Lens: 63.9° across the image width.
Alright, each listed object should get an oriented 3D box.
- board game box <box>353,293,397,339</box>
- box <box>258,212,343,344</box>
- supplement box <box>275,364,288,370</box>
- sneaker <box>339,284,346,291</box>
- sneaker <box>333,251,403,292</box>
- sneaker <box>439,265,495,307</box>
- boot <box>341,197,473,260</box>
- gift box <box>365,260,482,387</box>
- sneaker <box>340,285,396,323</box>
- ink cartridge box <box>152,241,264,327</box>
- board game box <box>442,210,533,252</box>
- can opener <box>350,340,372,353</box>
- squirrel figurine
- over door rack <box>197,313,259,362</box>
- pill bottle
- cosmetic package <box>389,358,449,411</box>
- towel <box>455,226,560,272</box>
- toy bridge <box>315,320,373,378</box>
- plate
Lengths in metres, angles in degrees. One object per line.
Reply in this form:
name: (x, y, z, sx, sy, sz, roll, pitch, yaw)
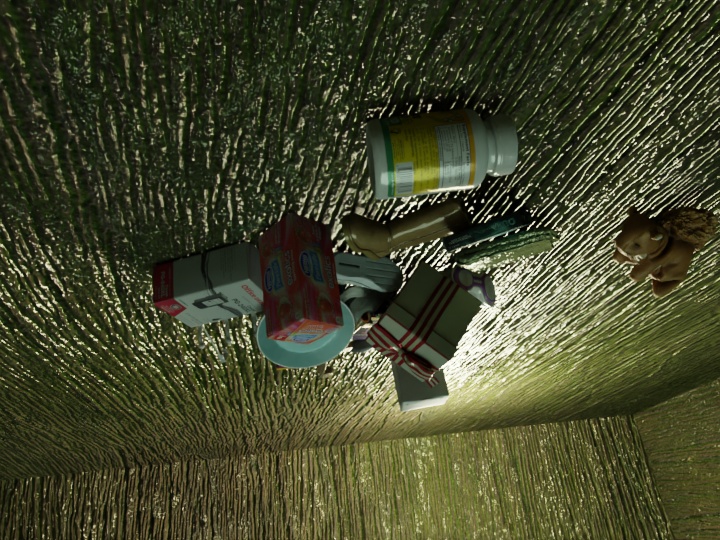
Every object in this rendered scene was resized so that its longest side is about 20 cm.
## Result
board game box: (0.061, 0.115, 1.419, 0.199, 0.057, 0.166, 0, 151, -17)
box: (-0.108, 0.016, 1.009, 0.102, 0.201, 0.094, -29, 149, 37)
supplement box: (-0.144, 0.129, 1.303, 0.102, 0.132, 0.200, -4, 154, -13)
sneaker: (-0.102, 0.028, 1.167, 0.074, 0.083, 0.199, -28, 150, 32)
sneaker: (0.000, 0.000, 1.176, 0.199, 0.074, 0.071, 17, 165, -37)
sneaker: (0.237, 0.037, 1.321, 0.099, 0.075, 0.199, -14, 152, 41)
boot: (0.084, -0.086, 1.025, 0.199, 0.067, 0.175, -18, 164, 19)
gift box: (0.130, 0.130, 1.247, 0.184, 0.187, 0.200, 33, 149, 8)
sneaker: (0.017, 0.071, 1.257, 0.074, 0.080, 0.200, -30, 170, 33)
ink cartridge box: (-0.275, 0.031, 1.119, 0.199, 0.084, 0.145, -13, 153, 10)
board game box: (0.234, -0.072, 1.039, 0.135, 0.028, 0.200, -20, 178, 23)
can opener: (-0.061, 0.193, 1.533, 0.199, 0.067, 0.053, -12, 155, 18)
squirrel figurine: (0.606, -0.070, 1.167, 0.200, 0.142, 0.186, -37, 134, 21)
over door rack: (-0.291, 0.154, 1.339, 0.147, 0.067, 0.201, -12, 140, 8)
pill bottle: (0.112, -0.166, 0.813, 0.198, 0.113, 0.113, -7, 154, -2)
cosmetic package: (0.129, 0.217, 1.353, 0.112, 0.201, 0.081, -6, 154, -5)
towel: (0.300, -0.043, 1.174, 0.199, 0.037, 0.148, -20, 165, 21)
toy bridge: (-0.048, 0.175, 1.330, 0.067, 0.027, 0.200, 1, 133, -50)
plate: (-0.110, 0.118, 1.159, 0.199, 0.026, 0.201, -8, 127, -11)
